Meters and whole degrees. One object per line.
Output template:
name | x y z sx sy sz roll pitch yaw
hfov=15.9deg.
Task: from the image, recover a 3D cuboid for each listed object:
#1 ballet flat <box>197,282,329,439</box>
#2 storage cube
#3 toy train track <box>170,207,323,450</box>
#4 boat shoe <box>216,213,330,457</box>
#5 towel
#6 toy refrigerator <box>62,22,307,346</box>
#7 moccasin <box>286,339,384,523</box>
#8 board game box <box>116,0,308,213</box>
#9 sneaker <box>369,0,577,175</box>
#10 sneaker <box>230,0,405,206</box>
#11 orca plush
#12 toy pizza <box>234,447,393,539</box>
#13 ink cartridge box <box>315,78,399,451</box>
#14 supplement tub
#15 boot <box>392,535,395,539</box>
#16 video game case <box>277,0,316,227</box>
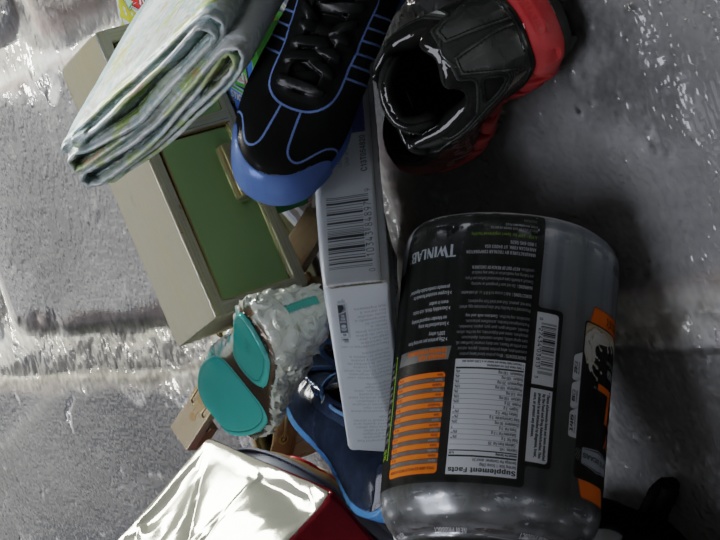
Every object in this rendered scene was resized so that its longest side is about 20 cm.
ballet flat | -0.053 0.056 1.637 0.072 0.071 0.200 63 161 10
storage cube | -0.064 0.244 1.692 0.180 0.171 0.200 52 162 -26
toy train track | -0.067 0.041 1.732 0.115 0.032 0.200 51 122 31
boat shoe | -0.065 0.040 1.788 0.074 0.066 0.201 7 116 61
towel | -0.092 -0.150 1.535 0.048 0.200 0.171 39 133 -16
toy refrigerator | -0.113 -0.062 1.668 0.070 0.076 0.201 -36 75 56
moccasin | 0.008 0.093 1.676 0.200 0.080 0.069 48 127 55
board game box | -0.103 -0.136 1.724 0.200 0.029 0.135 35 139 50
sneaker | 0.041 -0.100 1.445 0.071 0.098 0.200 60 154 7
sneaker | -0.020 -0.133 1.444 0.070 0.201 0.078 18 151 8
orca plush | 0.153 0.146 1.447 0.200 0.105 0.071 178 112 -86
toy pizza | -0.010 0.185 1.780 0.200 0.032 0.200 34 157 16
ink cartridge box | 0.000 0.000 1.525 0.201 0.040 0.200 82 -177 -47
supplement tub | 0.075 0.079 1.402 0.122 0.122 0.201 152 127 -64
boot | 0.107 0.201 1.552 0.090 0.073 0.200 -41 80 18
video game case | -0.074 -0.144 1.717 0.200 0.023 0.183 47 147 36
